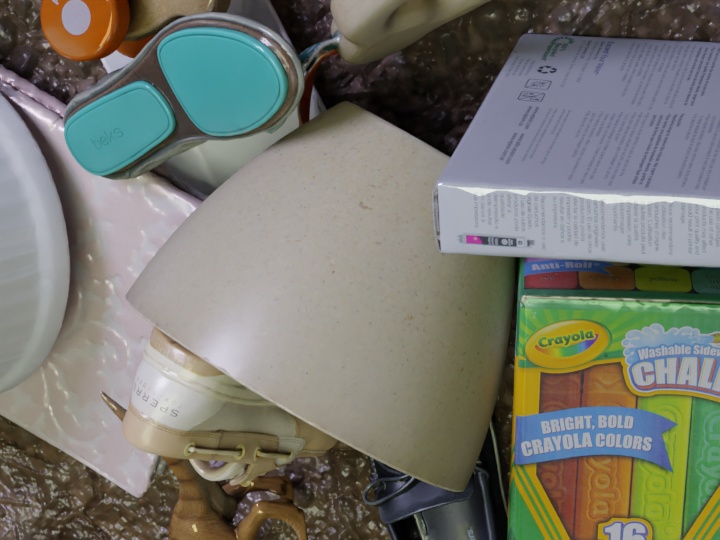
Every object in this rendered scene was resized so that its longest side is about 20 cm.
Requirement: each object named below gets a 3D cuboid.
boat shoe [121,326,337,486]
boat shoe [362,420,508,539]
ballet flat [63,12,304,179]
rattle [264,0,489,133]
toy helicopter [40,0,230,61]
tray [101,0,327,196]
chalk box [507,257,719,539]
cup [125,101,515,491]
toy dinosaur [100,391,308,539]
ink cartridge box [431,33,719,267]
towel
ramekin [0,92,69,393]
[{"bbox_3d":[-0.071,0.080,1.195,0.073,0.200,0.070,31,92,28],"label":"boat shoe"},{"bbox_3d":[0.041,0.115,1.234,0.074,0.062,0.202,-18,92,20],"label":"boat shoe"},{"bbox_3d":[-0.082,-0.097,1.130,0.199,0.064,0.068,-17,107,50],"label":"ballet flat"},{"bbox_3d":[0.001,-0.170,1.115,0.199,0.130,0.143,-29,99,44],"label":"rattle"},{"bbox_3d":[-0.086,-0.195,1.129,0.199,0.079,0.133,-21,87,25],"label":"toy helicopter"},{"bbox_3d":[-0.054,-0.058,1.221,0.107,0.022,0.201,-21,106,24],"label":"tray"},{"bbox_3d":[0.139,0.039,1.137,0.124,0.124,0.202,1,115,4],"label":"chalk box"},{"bbox_3d":[0.000,0.000,1.128,0.199,0.200,0.144,29,92,3],"label":"cup"},{"bbox_3d":[-0.086,0.139,1.264,0.105,0.061,0.201,-9,143,-10],"label":"toy dinosaur"},{"bbox_3d":[0.152,-0.059,1.056,0.198,0.197,0.044,5,117,16],"label":"ink cartridge box"},{"bbox_3d":[-0.168,0.006,1.266,0.190,0.032,0.201,30,121,11],"label":"towel"},{"bbox_3d":[-0.265,-0.014,1.226,0.199,0.097,0.202,12,111,35],"label":"ramekin"}]
